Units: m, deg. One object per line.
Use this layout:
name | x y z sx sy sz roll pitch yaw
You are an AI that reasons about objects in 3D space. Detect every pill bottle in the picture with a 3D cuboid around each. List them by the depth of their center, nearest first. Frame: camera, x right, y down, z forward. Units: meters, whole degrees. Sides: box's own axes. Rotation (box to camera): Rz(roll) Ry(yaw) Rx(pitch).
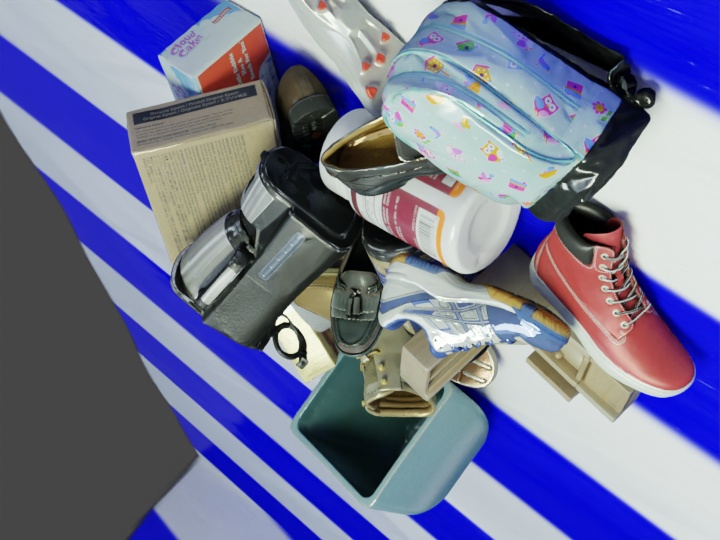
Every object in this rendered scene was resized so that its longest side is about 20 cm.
pill bottle | 0.058 -0.088 1.208 0.199 0.114 0.115 32 155 34
pill bottle | 0.085 0.013 1.339 0.111 0.112 0.201 23 148 46

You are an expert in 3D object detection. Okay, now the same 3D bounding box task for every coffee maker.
coffee maker | -0.085 -0.016 1.319 0.191 0.136 0.200 25 130 -30

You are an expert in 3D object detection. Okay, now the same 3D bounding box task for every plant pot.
plant pot | 0.064 0.218 1.623 0.196 0.197 0.199 38 -176 42

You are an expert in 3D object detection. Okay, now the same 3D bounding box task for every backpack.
backpack | 0.119 -0.134 0.967 0.199 0.127 0.167 34 154 -3

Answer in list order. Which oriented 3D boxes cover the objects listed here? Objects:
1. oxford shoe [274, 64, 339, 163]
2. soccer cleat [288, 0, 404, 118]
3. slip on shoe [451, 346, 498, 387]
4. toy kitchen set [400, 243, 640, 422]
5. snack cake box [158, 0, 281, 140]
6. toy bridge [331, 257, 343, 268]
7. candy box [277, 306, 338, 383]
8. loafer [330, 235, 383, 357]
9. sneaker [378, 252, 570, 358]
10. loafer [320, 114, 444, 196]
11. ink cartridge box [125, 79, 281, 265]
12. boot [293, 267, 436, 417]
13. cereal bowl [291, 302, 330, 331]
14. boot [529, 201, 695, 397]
oxford shoe | -0.065 -0.179 1.370 0.200 0.072 0.085 109 139 -69
soccer cleat | -0.004 -0.225 1.164 0.201 0.069 0.078 52 174 -11
slip on shoe | 0.099 0.085 1.521 0.199 0.077 0.060 27 -168 25
toy kitchen set | 0.173 0.124 1.270 0.200 0.180 0.164 43 160 20
snack cake box | -0.157 -0.206 1.407 0.067 0.115 0.201 33 155 31
toy bridge | -0.026 -0.026 1.445 0.197 0.068 0.027 3 177 -5
candy box | -0.099 0.040 1.594 0.201 0.055 0.116 58 -169 -11
loafer | 0.000 0.000 1.369 0.071 0.202 0.063 3 151 15
sneaker | 0.112 0.053 1.176 0.198 0.089 0.075 21 -178 22
loafer | 0.052 -0.125 1.100 0.199 0.072 0.074 -27 69 31
ink cartridge box | -0.169 -0.111 1.362 0.201 0.163 0.076 81 173 -51
boot | 0.004 0.089 1.407 0.198 0.157 0.073 20 139 -20
cereal bowl | -0.066 -0.025 1.546 0.201 0.083 0.200 58 -169 -17
boot | 0.251 0.026 1.108 0.200 0.072 0.145 45 158 14
